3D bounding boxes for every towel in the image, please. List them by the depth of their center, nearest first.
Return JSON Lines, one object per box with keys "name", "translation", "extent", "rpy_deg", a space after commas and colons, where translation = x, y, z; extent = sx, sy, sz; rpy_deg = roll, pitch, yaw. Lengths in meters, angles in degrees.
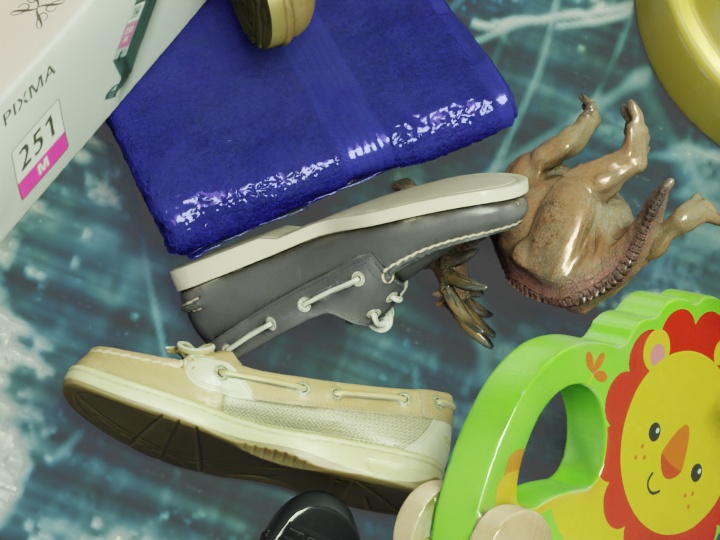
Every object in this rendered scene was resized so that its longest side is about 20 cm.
{"name": "towel", "translation": [-0.034, -0.091, 1.158], "extent": [0.199, 0.050, 0.148], "rpy_deg": [-21, 54, -12]}

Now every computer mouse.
{"name": "computer mouse", "translation": [-0.054, 0.205, 1.102], "extent": [0.058, 0.034, 0.201], "rpy_deg": [28, 78, -17]}

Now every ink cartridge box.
{"name": "ink cartridge box", "translation": [-0.142, -0.139, 1.060], "extent": [0.043, 0.174, 0.200], "rpy_deg": [28, 61, 16]}

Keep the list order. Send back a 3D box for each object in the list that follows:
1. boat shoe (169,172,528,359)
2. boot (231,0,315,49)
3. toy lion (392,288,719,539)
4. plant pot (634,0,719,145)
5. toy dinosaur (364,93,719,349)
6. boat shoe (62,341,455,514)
{"name": "boat shoe", "translation": [0.000, 0.000, 1.108], "extent": [0.199, 0.073, 0.063], "rpy_deg": [-16, 96, 24]}
{"name": "boot", "translation": [0.020, -0.196, 1.159], "extent": [0.198, 0.067, 0.176], "rpy_deg": [-13, 42, -9]}
{"name": "toy lion", "translation": [0.125, 0.093, 1.086], "extent": [0.200, 0.068, 0.193], "rpy_deg": [34, 74, -43]}
{"name": "plant pot", "translation": [0.260, -0.170, 1.154], "extent": [0.199, 0.189, 0.203], "rpy_deg": [2, 76, -6]}
{"name": "toy dinosaur", "translation": [0.095, -0.014, 1.115], "extent": [0.135, 0.200, 0.086], "rpy_deg": [-41, 114, -13]}
{"name": "boat shoe", "translation": [-0.050, 0.069, 1.115], "extent": [0.199, 0.073, 0.064], "rpy_deg": [15, 67, -6]}
